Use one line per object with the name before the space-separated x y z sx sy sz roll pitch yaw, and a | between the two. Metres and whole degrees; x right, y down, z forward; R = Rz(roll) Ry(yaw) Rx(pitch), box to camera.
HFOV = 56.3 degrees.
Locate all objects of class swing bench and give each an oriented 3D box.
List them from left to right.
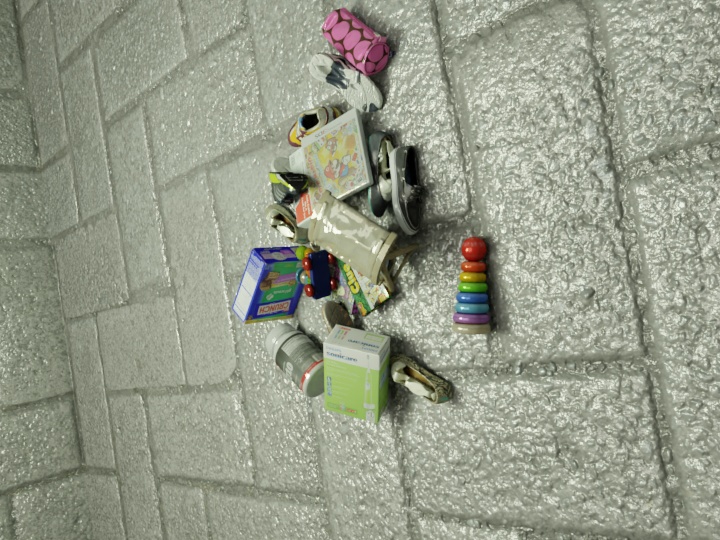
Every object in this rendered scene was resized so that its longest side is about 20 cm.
swing bench | 0.001 -0.064 1.522 0.197 0.199 0.132 34 97 20

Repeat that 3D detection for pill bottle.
pill bottle | -0.165 0.239 1.825 0.199 0.112 0.116 38 119 35

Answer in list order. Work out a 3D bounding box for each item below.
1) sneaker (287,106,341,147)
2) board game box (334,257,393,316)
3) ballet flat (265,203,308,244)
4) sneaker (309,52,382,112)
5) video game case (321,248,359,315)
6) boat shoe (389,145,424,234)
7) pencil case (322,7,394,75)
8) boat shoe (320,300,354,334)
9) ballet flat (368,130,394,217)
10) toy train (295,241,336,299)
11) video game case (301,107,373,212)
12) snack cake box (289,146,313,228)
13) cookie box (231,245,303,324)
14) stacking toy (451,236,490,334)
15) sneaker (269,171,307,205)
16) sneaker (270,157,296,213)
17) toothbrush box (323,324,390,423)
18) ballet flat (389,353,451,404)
sneaker | -0.142 -0.376 1.746 0.198 0.089 0.077 -20 81 43
board game box | 0.000 0.000 1.655 0.104 0.023 0.203 -39 71 39
ballet flat | -0.217 -0.133 1.868 0.198 0.062 0.069 32 116 38
sneaker | -0.027 -0.466 1.640 0.196 0.130 0.081 26 117 -3
video game case | -0.058 -0.012 1.744 0.179 0.035 0.205 25 112 40
boat shoe | 0.116 -0.187 1.539 0.065 0.069 0.205 -15 77 45
pencil case | -0.011 -0.551 1.602 0.200 0.089 0.095 47 138 32
boat shoe | -0.048 0.175 1.713 0.071 0.075 0.203 -28 90 52
ballet flat | 0.055 -0.228 1.589 0.072 0.072 0.206 1 94 43
toy train | -0.127 -0.039 1.712 0.115 0.083 0.205 28 127 54
video game case | -0.060 -0.265 1.630 0.179 0.023 0.205 -23 67 31
snack cake box | -0.117 -0.222 1.731 0.114 0.066 0.205 -24 66 42
cookie box | -0.239 0.039 1.837 0.075 0.169 0.203 44 123 34
stacking toy | 0.237 0.031 1.436 0.084 0.084 0.206 2 92 43
sneaker | -0.179 -0.203 1.694 0.200 0.072 0.083 -149 57 -67
sneaker | -0.181 -0.214 1.835 0.203 0.076 0.082 61 157 21
toothbrush box | -0.009 0.250 1.628 0.142 0.086 0.204 10 121 18
ballet flat | 0.123 0.253 1.572 0.198 0.074 0.069 27 114 39
